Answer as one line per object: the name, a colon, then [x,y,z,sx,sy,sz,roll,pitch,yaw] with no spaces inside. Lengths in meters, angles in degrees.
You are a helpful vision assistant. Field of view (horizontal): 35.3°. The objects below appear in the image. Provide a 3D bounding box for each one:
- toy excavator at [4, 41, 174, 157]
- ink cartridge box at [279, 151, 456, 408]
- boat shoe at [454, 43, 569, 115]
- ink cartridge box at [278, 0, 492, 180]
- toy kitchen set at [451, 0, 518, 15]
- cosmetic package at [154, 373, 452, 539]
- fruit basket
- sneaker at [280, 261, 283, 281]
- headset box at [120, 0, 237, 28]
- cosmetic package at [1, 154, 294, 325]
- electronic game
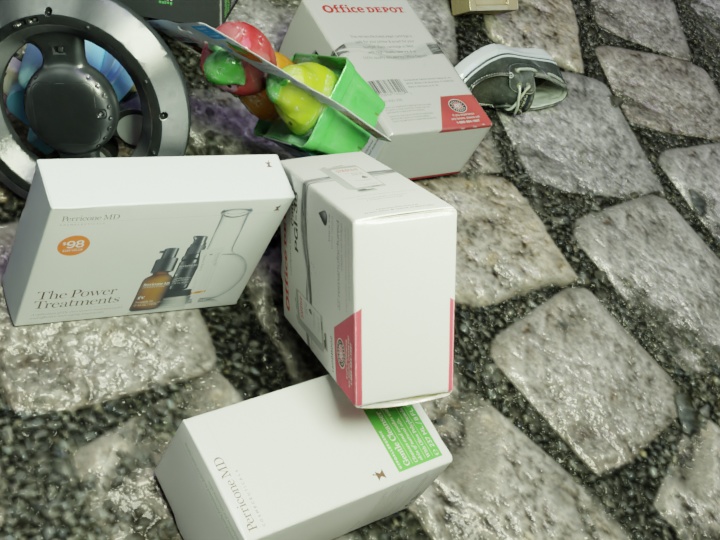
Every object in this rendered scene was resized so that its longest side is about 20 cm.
toy excavator: [-0.289,-0.170,0.988,0.200,0.194,0.100,40,36,-34]
ink cartridge box: [0.000,0.000,0.891,0.082,0.148,0.200,-7,19,-18]
boat shoe: [0.180,-0.220,1.330,0.199,0.072,0.071,-18,58,-41]
ink cartridge box: [0.024,-0.197,1.212,0.146,0.083,0.201,-10,59,-36]
toy kitchen set: [0.151,-0.436,1.506,0.162,0.180,0.202,-9,97,-31]
cosmetic package: [-0.043,0.151,0.869,0.199,0.085,0.108,-14,62,-39]
fruit basket: [-0.088,-0.165,1.005,0.199,0.094,0.185,21,2,-29]
sneaker: [-0.020,-0.065,1.068,0.078,0.089,0.201,20,43,-14]
headset box: [-0.192,-0.318,1.073,0.172,0.093,0.201,10,39,6]
cosmetic package: [-0.170,-0.025,0.903,0.199,0.151,0.052,-5,55,-32]
electronic game: [-0.236,-0.135,0.929,0.199,0.201,0.042,26,28,-6]
